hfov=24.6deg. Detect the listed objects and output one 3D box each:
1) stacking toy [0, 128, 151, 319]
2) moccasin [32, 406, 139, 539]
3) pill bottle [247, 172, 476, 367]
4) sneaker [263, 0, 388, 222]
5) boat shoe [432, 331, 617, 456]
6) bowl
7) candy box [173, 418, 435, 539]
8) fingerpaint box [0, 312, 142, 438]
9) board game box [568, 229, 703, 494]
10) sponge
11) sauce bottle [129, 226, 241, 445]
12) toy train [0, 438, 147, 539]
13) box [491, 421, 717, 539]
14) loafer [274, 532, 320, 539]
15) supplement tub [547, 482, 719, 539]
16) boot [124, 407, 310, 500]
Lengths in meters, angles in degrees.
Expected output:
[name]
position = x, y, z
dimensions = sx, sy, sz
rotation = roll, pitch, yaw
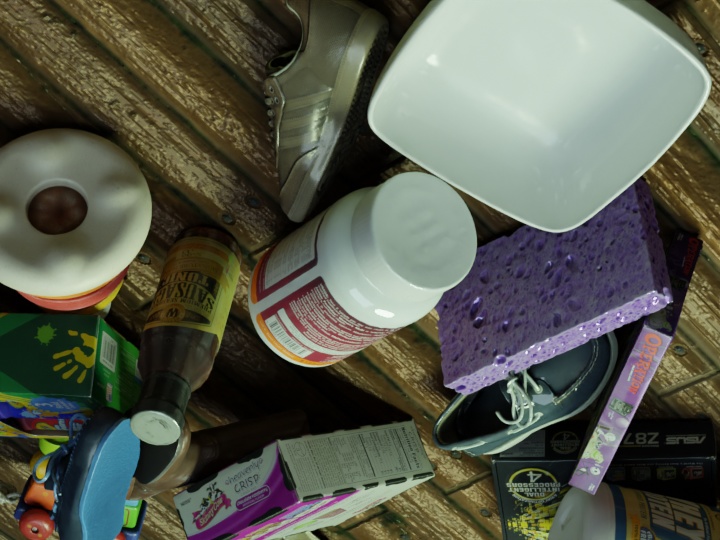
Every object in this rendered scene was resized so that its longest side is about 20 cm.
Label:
[stacking toy]
position = -0.240, -0.010, 1.355
dimensions = 0.145, 0.147, 0.200
rotation = 9, 153, 1
[moccasin]
position = -0.233, 0.173, 1.350
dimensions = 0.068, 0.080, 0.200
rotation = 37, 138, 14
[pill bottle]
position = 0.000, 0.000, 1.270
dimensions = 0.109, 0.110, 0.200
rotation = 30, 151, -18
[sneaker]
position = -0.038, -0.127, 1.235
dimensions = 0.075, 0.070, 0.201
rotation = 29, 132, 8
[boat shoe]
position = 0.136, 0.100, 1.402
dimensions = 0.062, 0.075, 0.200
rotation = -2, 156, -42
[bowl]
position = 0.126, -0.141, 1.172
dimensions = 0.199, 0.075, 0.200
rotation = 28, 133, -17
[candy box]
position = -0.047, 0.190, 1.459
dimensions = 0.136, 0.061, 0.200
rotation = -31, 162, 33
[fingerpaint box]
position = -0.277, 0.096, 1.417
dimensions = 0.166, 0.074, 0.200
rotation = 2, 164, 9
[board game box]
position = 0.222, 0.076, 1.333
dimensions = 0.032, 0.120, 0.201
rotation = 25, 136, 9
[sponge]
position = 0.145, 0.012, 1.290
dimensions = 0.199, 0.112, 0.030
rotation = -27, 141, 32
[sauce bottle]
position = -0.141, 0.051, 1.320
dimensions = 0.066, 0.201, 0.066
rotation = 4, 134, 4
[toy train]
position = -0.299, 0.189, 1.574
dimensions = 0.199, 0.085, 0.116
rotation = 13, 125, -3
[box]
position = 0.225, 0.207, 1.512
dimensions = 0.199, 0.049, 0.162
rotation = -2, 135, 10
[loafer]
position = -0.081, 0.265, 1.615
dimensions = 0.075, 0.069, 0.200
rotation = -20, 144, 32
[supplement tub]
position = 0.268, 0.270, 1.423
dimensions = 0.199, 0.145, 0.145
rotation = 13, 135, -7
[boot]
position = -0.113, 0.145, 1.432
dimensions = 0.199, 0.065, 0.186
rotation = -6, 165, -30
